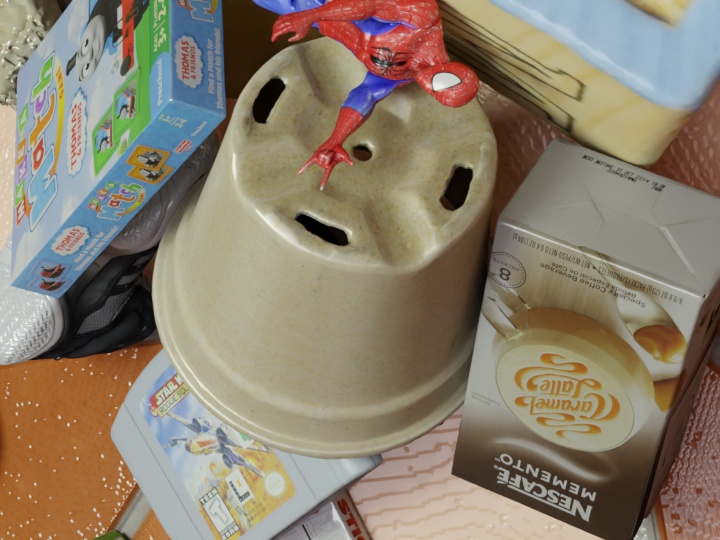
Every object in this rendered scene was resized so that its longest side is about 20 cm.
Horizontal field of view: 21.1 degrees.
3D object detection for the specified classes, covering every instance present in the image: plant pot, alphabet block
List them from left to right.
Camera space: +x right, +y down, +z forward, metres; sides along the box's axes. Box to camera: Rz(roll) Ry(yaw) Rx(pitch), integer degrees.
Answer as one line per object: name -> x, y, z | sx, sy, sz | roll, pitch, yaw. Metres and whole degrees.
plant pot -> -0.007, -0.025, 1.017 | 0.200, 0.184, 0.201 | 3, 65, -6
alphabet block -> 0.119, -0.185, 0.951 | 0.196, 0.200, 0.195 | 35, 86, 5

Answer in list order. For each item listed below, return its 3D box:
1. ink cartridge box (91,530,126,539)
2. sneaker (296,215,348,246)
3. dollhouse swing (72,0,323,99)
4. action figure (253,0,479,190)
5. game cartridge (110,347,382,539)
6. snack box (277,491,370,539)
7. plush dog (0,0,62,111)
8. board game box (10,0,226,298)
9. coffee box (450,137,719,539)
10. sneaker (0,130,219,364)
ink cartridge box -> -0.149, 0.292, 1.247 | 0.200, 0.076, 0.148 | 44, 112, 14
sneaker -> 0.000, 0.000, 1.153 | 0.200, 0.080, 0.086 | 42, 89, 14
dollhouse swing -> -0.077, -0.222, 1.135 | 0.200, 0.176, 0.182 | 5, 64, 3
action figure -> -0.041, -0.119, 0.920 | 0.200, 0.099, 0.065 | 31, 146, 12
game cartridge -> -0.077, 0.100, 1.162 | 0.133, 0.042, 0.200 | 55, 137, 6
snack box -> -0.054, 0.128, 1.210 | 0.072, 0.024, 0.200 | -29, 85, 27
plush dog -> -0.300, -0.173, 1.215 | 0.172, 0.200, 0.161 | -33, 50, 15
board game box -> -0.136, -0.097, 1.059 | 0.200, 0.037, 0.152 | -43, 42, 46
coffee box -> 0.125, 0.043, 1.037 | 0.114, 0.080, 0.200 | 22, 136, 16
sneaker -> -0.149, -0.017, 1.188 | 0.200, 0.114, 0.076 | -44, 68, 12
